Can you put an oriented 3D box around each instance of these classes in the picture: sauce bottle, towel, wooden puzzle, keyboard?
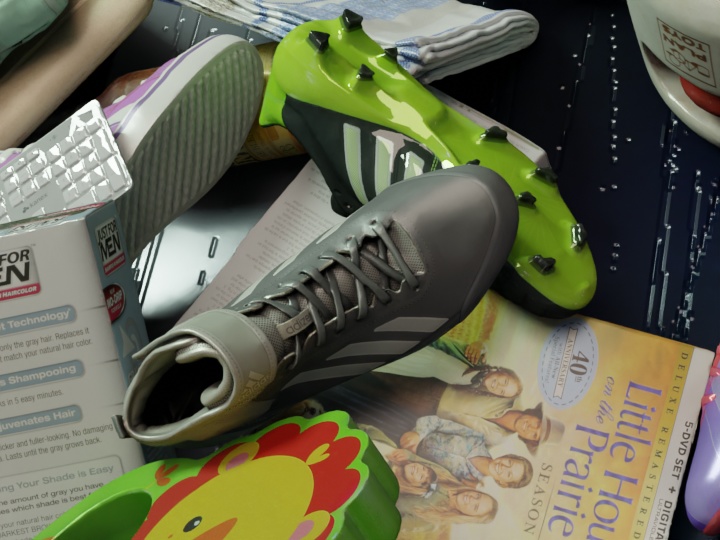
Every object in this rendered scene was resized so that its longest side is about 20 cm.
[{"bbox_3d":[-0.097,-0.085,1.025,0.198,0.066,0.067,-10,57,20],"label":"sauce bottle"},{"bbox_3d":[-0.015,-0.148,1.003,0.199,0.024,0.147,21,24,26],"label":"towel"},{"bbox_3d":[-0.228,-0.122,1.089,0.185,0.037,0.200,-47,40,-12],"label":"wooden puzzle"},{"bbox_3d":[-0.198,-0.008,0.914,0.199,0.011,0.057,-34,55,14],"label":"keyboard"}]

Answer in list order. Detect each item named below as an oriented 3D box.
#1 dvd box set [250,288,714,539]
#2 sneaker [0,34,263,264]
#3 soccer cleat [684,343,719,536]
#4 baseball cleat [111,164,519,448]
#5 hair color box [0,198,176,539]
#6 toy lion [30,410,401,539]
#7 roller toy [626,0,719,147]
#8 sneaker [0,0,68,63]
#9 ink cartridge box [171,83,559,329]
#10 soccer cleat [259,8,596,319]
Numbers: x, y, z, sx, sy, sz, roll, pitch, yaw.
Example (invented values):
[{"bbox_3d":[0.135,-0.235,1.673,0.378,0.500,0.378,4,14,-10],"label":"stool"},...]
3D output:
[{"bbox_3d":[0.052,0.081,0.857,0.198,0.029,0.147,16,70,10],"label":"dvd box set"},{"bbox_3d":[-0.146,-0.060,0.956,0.114,0.073,0.201,32,73,33],"label":"sneaker"},{"bbox_3d":[0.192,0.032,0.846,0.076,0.067,0.200,33,68,11],"label":"soccer cleat"},{"bbox_3d":[-0.018,0.023,0.799,0.199,0.106,0.070,-37,84,10],"label":"baseball cleat"},{"bbox_3d":[-0.145,0.077,0.872,0.098,0.061,0.202,-11,99,9],"label":"hair color box"},{"bbox_3d":[-0.078,0.125,0.754,0.191,0.069,0.200,-40,22,-15],"label":"toy lion"},{"bbox_3d":[0.220,-0.157,0.911,0.181,0.140,0.202,-9,58,14],"label":"roller toy"},{"bbox_3d":[-0.221,-0.119,0.986,0.117,0.074,0.201,-21,39,28],"label":"sneaker"},{"bbox_3d":[0.000,0.000,0.948,0.109,0.050,0.200,32,75,31],"label":"ink cartridge box"},{"bbox_3d":[0.031,-0.041,0.889,0.200,0.081,0.067,44,46,16],"label":"soccer cleat"}]
